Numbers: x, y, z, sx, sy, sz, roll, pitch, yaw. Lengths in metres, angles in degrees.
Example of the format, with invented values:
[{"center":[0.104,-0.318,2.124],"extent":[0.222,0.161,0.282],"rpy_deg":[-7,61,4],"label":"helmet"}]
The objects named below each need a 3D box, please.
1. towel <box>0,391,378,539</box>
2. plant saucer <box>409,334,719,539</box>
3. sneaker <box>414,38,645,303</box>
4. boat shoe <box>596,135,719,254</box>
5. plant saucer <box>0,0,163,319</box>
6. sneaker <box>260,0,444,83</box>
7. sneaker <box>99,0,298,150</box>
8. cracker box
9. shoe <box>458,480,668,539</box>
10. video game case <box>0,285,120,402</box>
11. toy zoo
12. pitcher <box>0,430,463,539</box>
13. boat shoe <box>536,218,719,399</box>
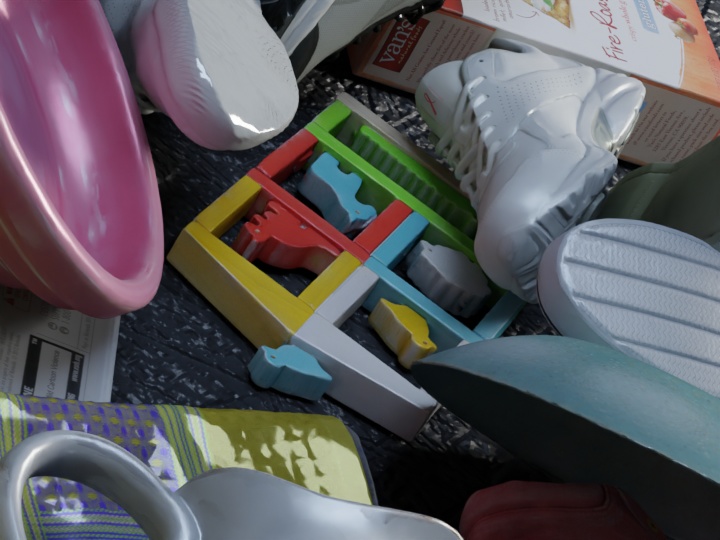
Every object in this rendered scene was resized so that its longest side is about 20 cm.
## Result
[{"center":[-0.068,0.106,0.974],"extent":[0.200,0.023,0.144],"rpy_deg":[8,53,-33],"label":"towel"},{"center":[0.116,0.069,1.068],"extent":[0.201,0.039,0.201],"rpy_deg":[28,-8,4],"label":"plant saucer"},{"center":[0.065,-0.052,1.233],"extent":[0.099,0.078,0.200],"rpy_deg":[27,23,1],"label":"sneaker"},{"center":[0.159,-0.016,1.216],"extent":[0.061,0.072,0.201],"rpy_deg":[36,-10,-10],"label":"boat shoe"},{"center":[-0.136,-0.073,1.023],"extent":[0.201,0.051,0.201],"rpy_deg":[-20,90,-79],"label":"plant saucer"},{"center":[0.004,-0.135,1.248],"extent":[0.079,0.200,0.074],"rpy_deg":[48,-18,-25],"label":"sneaker"},{"center":[-0.085,-0.091,1.168],"extent":[0.075,0.088,0.200],"rpy_deg":[47,13,-26],"label":"sneaker"},{"center":[0.084,-0.133,1.389],"extent":[0.200,0.058,0.134],"rpy_deg":[15,37,-24],"label":"cracker box"},{"center":[0.132,0.140,1.074],"extent":[0.200,0.071,0.091],"rpy_deg":[14,41,-21],"label":"shoe"},{"center":[-0.179,-0.009,1.050],"extent":[0.182,0.023,0.200],"rpy_deg":[22,36,-16],"label":"video game case"},{"center":[0.000,0.000,1.186],"extent":[0.131,0.020,0.200],"rpy_deg":[37,33,6],"label":"toy zoo"},{"center":[-0.058,0.144,0.865],"extent":[0.172,0.121,0.200],"rpy_deg":[23,39,-5],"label":"pitcher"},{"center":[0.146,0.039,1.145],"extent":[0.200,0.071,0.072],"rpy_deg":[24,62,-28],"label":"boat shoe"}]
